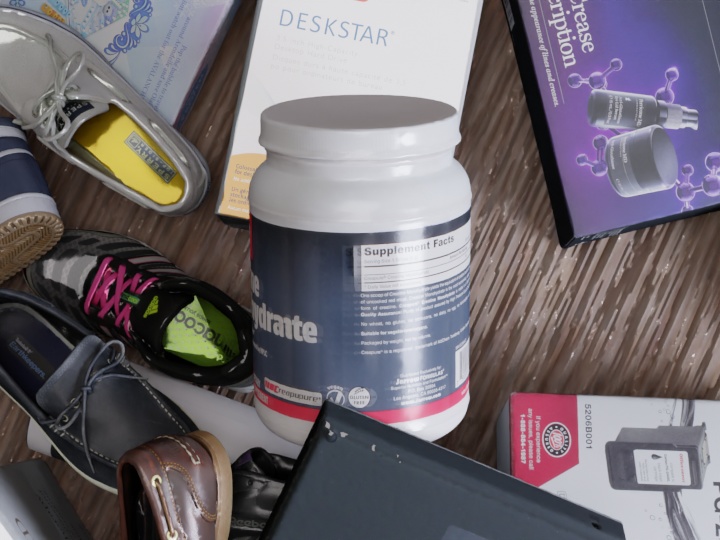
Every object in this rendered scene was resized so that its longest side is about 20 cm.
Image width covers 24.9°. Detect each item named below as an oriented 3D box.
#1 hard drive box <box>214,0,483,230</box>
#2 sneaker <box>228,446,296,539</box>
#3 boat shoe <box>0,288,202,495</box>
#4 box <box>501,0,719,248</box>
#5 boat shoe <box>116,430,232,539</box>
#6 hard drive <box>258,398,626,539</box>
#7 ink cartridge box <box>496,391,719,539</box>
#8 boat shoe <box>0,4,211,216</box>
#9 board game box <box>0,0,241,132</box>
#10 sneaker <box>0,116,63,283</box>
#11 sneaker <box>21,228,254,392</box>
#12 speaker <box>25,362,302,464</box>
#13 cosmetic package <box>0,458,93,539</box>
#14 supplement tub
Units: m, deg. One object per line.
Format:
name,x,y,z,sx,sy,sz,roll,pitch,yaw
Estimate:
hard drive box,-0.006,-0.118,1.133,0.154,0.077,0.202,10,86,1
sneaker,-0.078,0.157,1.048,0.198,0.076,0.088,-16,103,9
boat shoe,-0.177,0.078,1.045,0.199,0.062,0.075,36,69,17
box,0.186,-0.131,1.130,0.140,0.079,0.202,-13,85,-2
boat shoe,-0.118,0.199,0.983,0.070,0.070,0.202,1,98,38
hard drive,0.041,0.177,0.987,0.198,0.033,0.140,23,111,-7
ink cartridge box,0.192,0.161,1.081,0.198,0.083,0.147,2,70,-2
boat shoe,-0.190,-0.105,1.090,0.202,0.086,0.075,42,97,-2
board game box,-0.176,-0.222,1.131,0.198,0.043,0.201,29,107,4
sneaker,-0.300,-0.030,1.139,0.199,0.070,0.109,-29,65,16
sneaker,-0.144,0.024,1.119,0.198,0.087,0.074,27,87,3
speaker,-0.121,0.117,1.117,0.198,0.081,0.082,20,86,2
cosmetic package,-0.246,0.239,1.050,0.166,0.200,0.168,-35,87,-2
supplement tub,0.000,0.000,1.020,0.139,0.140,0.202,0,105,1
